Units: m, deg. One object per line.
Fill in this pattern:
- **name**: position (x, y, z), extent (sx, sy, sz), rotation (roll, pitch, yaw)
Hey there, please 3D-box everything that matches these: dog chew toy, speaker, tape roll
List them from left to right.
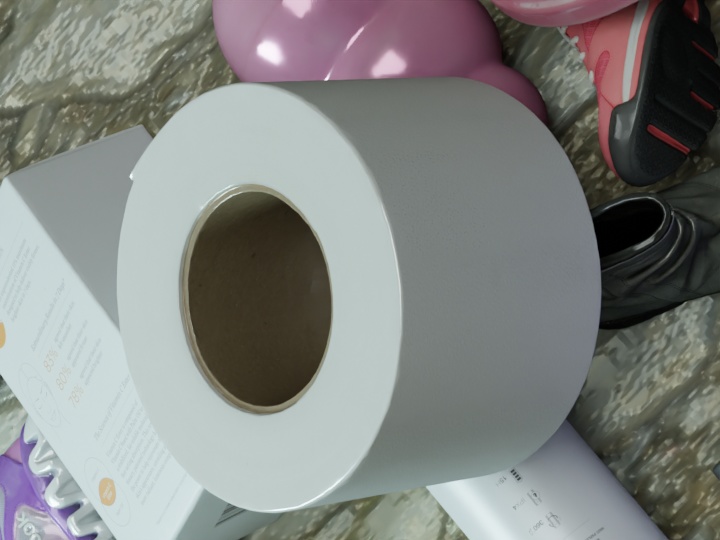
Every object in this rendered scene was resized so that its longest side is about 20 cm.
- **tape roll**: position (-0.002, 0.008, 1.246), extent (0.202, 0.139, 0.204), rotation (6, 98, 46)
- **dog chew toy**: position (0.018, -0.111, 1.373), extent (0.200, 0.124, 0.125), rotation (41, 102, 12)
- **speaker**: position (0.085, 0.113, 1.342), extent (0.081, 0.081, 0.200), rotation (-46, 71, 14)

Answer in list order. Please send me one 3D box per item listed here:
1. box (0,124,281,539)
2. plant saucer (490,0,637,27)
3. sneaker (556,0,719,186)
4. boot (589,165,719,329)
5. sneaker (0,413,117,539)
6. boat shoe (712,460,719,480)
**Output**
- **box**: position (-0.116, 0.044, 1.399), extent (0.200, 0.097, 0.125), rotation (52, 141, 18)
- **plant saucer**: position (0.125, -0.218, 1.309), extent (0.200, 0.051, 0.201), rotation (-30, 40, 29)
- **sneaker**: position (0.135, -0.129, 1.338), extent (0.087, 0.074, 0.201), rotation (-11, 60, 35)
- **boot**: position (0.167, -0.020, 1.289), extent (0.199, 0.131, 0.068), rotation (-25, 77, 20)
- **sneaker**: position (-0.154, 0.172, 1.449), extent (0.088, 0.080, 0.201), rotation (-35, 68, 24)
- **boat shoe**: position (0.236, 0.029, 1.289), extent (0.066, 0.070, 0.201), rotation (26, 104, 9)
